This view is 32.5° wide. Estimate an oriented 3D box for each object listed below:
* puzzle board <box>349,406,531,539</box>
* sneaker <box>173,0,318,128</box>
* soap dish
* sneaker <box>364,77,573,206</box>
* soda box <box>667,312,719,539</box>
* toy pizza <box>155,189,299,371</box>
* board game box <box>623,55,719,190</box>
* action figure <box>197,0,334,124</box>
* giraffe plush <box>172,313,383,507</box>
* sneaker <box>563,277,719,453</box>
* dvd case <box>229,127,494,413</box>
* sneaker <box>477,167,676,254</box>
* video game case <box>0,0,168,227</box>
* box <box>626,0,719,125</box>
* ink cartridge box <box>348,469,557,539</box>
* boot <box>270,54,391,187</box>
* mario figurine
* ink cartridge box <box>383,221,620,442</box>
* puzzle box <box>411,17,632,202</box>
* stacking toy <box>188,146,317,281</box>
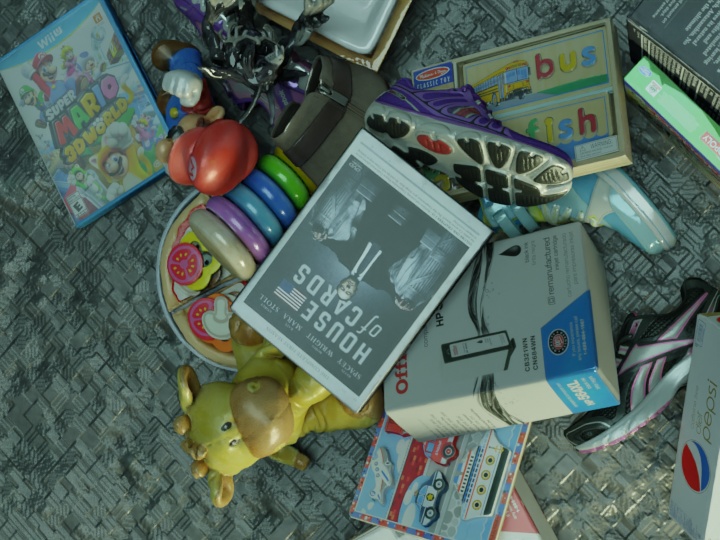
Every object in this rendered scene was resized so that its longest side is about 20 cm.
[{"bbox_3d":[0.082,0.149,1.145,0.149,0.017,0.203,8,71,32],"label":"puzzle board"},{"bbox_3d":[-0.116,-0.210,1.226,0.199,0.080,0.089,39,118,15],"label":"sneaker"},{"bbox_3d":[-0.003,-0.312,1.189,0.156,0.081,0.202,28,97,13],"label":"soap dish"},{"bbox_3d":[0.100,-0.124,1.081,0.198,0.081,0.084,24,62,22],"label":"sneaker"},{"bbox_3d":[0.323,0.138,1.073,0.067,0.064,0.203,-4,112,-17],"label":"soda box"},{"bbox_3d":[-0.118,0.002,1.246,0.197,0.032,0.204,0,90,14],"label":"toy pizza"},{"bbox_3d":[0.312,-0.099,1.081,0.029,0.134,0.200,-45,80,10],"label":"board game box"},{"bbox_3d":[-0.094,-0.240,1.114,0.102,0.117,0.203,-22,76,58],"label":"action figure"},{"bbox_3d":[-0.097,0.122,1.146,0.173,0.162,0.200,49,120,8],"label":"giraffe plush"},{"bbox_3d":[0.261,0.085,1.133,0.199,0.080,0.087,-39,76,-1],"label":"sneaker"},{"bbox_3d":[0.000,0.000,1.088,0.150,0.025,0.201,38,93,7],"label":"dvd case"},{"bbox_3d":[0.186,-0.056,1.145,0.200,0.079,0.131,45,99,20],"label":"sneaker"},{"bbox_3d":[-0.283,-0.168,1.295,0.142,0.018,0.202,-29,83,14],"label":"video game case"},{"bbox_3d":[0.338,-0.178,1.041,0.198,0.200,0.124,42,99,10],"label":"box"},{"bbox_3d":[0.086,0.284,1.168,0.198,0.083,0.148,-30,82,12],"label":"ink cartridge box"},{"bbox_3d":[-0.020,-0.091,1.142,0.145,0.070,0.203,29,71,-28],"label":"boot"},{"bbox_3d":[-0.172,-0.140,1.171,0.106,0.123,0.201,-39,39,9],"label":"mario figurine"},{"bbox_3d":[0.121,0.058,1.108,0.197,0.084,0.148,-14,59,22],"label":"ink cartridge box"},{"bbox_3d":[0.142,-0.141,1.118,0.197,0.025,0.135,-12,71,26],"label":"puzzle box"},{"bbox_3d":[-0.069,-0.086,1.194,0.085,0.085,0.200,44,79,10],"label":"stacking toy"}]
